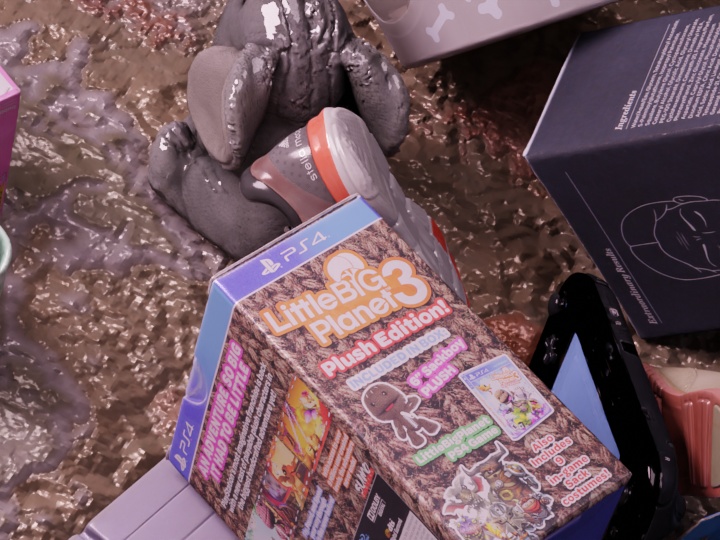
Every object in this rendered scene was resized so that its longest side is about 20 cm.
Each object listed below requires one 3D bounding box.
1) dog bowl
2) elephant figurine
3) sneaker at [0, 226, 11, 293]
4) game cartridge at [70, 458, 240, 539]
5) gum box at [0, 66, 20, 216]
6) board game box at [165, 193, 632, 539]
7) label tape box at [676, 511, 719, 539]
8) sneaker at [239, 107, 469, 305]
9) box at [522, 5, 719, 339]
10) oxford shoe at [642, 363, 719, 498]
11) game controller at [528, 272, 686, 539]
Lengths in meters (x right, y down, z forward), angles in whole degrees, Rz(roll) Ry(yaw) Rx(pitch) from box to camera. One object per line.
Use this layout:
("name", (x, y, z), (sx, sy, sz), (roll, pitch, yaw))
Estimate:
("dog bowl", (0.099, -0.169, 1.684), (0.200, 0.200, 0.059), (-20, 94, -25))
("elephant figurine", (-0.043, -0.100, 1.586), (0.155, 0.200, 0.142), (33, 54, 12))
("sneaker", (-0.276, 0.008, 1.499), (0.200, 0.118, 0.074), (-14, 79, -21))
("game cartridge", (-0.044, 0.133, 1.512), (0.130, 0.038, 0.200), (42, 56, 13))
("gum box", (-0.264, -0.110, 1.598), (0.066, 0.114, 0.200), (-27, 63, -28))
("board game box", (0.013, 0.095, 1.423), (0.097, 0.159, 0.200), (-31, 66, -31))
("label tape box", (0.242, 0.140, 1.505), (0.200, 0.144, 0.063), (-22, 74, -25))
("sneaker", (0.000, 0.000, 1.562), (0.082, 0.200, 0.077), (-24, 32, 13))
("box", (0.218, -0.058, 1.590), (0.200, 0.148, 0.107), (-8, 41, 35))
("oxford shoe", (0.187, 0.085, 1.524), (0.074, 0.200, 0.071), (-5, 96, -16))
("game controller", (0.120, 0.089, 1.515), (0.042, 0.104, 0.200), (18, 29, -20))
